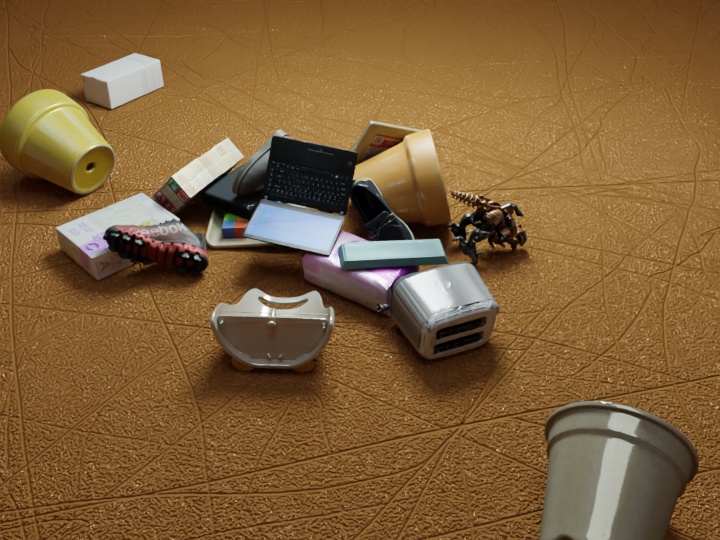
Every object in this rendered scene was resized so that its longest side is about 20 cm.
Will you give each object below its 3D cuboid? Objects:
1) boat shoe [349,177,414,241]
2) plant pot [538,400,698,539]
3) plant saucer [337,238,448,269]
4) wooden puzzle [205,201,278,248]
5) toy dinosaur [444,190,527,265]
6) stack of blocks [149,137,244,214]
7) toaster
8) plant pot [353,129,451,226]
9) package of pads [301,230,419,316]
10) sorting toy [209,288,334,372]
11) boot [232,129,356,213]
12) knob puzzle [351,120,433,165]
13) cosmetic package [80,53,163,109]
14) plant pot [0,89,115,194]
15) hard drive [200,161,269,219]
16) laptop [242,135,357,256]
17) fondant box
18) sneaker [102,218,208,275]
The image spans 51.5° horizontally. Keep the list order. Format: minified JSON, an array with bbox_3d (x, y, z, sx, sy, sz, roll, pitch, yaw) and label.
[{"bbox_3d":[0.041,-0.095,1.485,0.075,0.200,0.062,-33,-2,21],"label":"boat shoe"},{"bbox_3d":[0.313,0.302,0.958,0.200,0.201,0.184,16,51,18],"label":"plant pot"},{"bbox_3d":[0.060,-0.033,1.388,0.200,0.019,0.070,-2,37,-7],"label":"plant saucer"},{"bbox_3d":[-0.218,-0.116,1.588,0.200,0.046,0.185,1,37,-1],"label":"wooden puzzle"},{"bbox_3d":[0.249,-0.099,1.503,0.200,0.136,0.102,44,19,-13],"label":"toy dinosaur"},{"bbox_3d":[-0.357,-0.200,1.631,0.059,0.115,0.200,50,44,-9],"label":"stack of blocks"},{"bbox_3d":[0.141,0.071,1.301,0.200,0.114,0.129,-12,41,-21],"label":"toaster"},{"bbox_3d":[0.080,-0.179,1.581,0.183,0.200,0.200,-14,37,5],"label":"plant pot"},{"bbox_3d":[0.000,0.000,1.419,0.200,0.076,0.121,23,44,25],"label":"package of pads"},{"bbox_3d":[-0.141,0.082,1.295,0.200,0.107,0.180,2,30,1],"label":"sorting toy"},{"bbox_3d":[-0.137,-0.173,1.525,0.200,0.073,0.182,40,89,6],"label":"boot"},{"bbox_3d":[0.041,-0.242,1.647,0.220,0.220,0.030,-15,55,-21],"label":"knob puzzle"},{"bbox_3d":[-0.665,-0.534,2.094,0.108,0.085,0.200,22,42,26],"label":"cosmetic package"},{"bbox_3d":[-0.663,-0.274,1.673,0.189,0.201,0.201,34,46,16],"label":"plant pot"},{"bbox_3d":[-0.229,-0.187,1.623,0.140,0.033,0.200,21,43,28],"label":"hard drive"},{"bbox_3d":[-0.115,-0.148,1.436,0.177,0.200,0.103,13,9,7],"label":"laptop"},{"bbox_3d":[-0.485,-0.073,1.512,0.144,0.058,0.200,32,47,33],"label":"fondant box"},{"bbox_3d":[-0.390,-0.058,1.446,0.200,0.071,0.098,14,46,-16],"label":"sneaker"}]
